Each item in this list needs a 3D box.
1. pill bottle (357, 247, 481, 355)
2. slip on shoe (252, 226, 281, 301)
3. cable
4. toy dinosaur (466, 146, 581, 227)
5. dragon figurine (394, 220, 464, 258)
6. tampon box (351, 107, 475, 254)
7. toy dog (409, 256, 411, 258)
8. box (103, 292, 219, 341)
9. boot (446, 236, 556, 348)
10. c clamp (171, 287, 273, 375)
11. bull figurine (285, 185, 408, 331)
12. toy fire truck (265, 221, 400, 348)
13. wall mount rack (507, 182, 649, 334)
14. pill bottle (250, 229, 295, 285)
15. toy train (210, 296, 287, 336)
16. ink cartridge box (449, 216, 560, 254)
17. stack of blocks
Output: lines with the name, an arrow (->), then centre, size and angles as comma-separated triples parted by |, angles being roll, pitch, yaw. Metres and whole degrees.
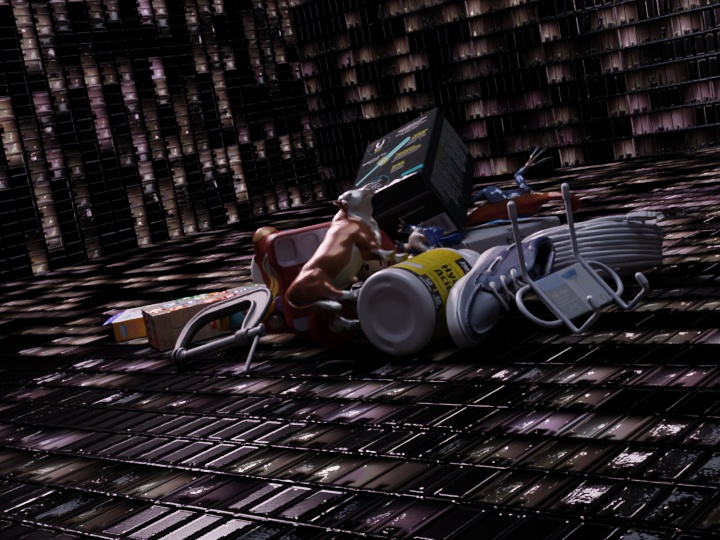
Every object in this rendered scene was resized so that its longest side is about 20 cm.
pill bottle -> 0.093, 0.032, 1.376 | 0.111, 0.112, 0.200 | -5, 10, 35
slip on shoe -> -0.120, -0.007, 1.568 | 0.074, 0.061, 0.200 | -35, -21, -10
cable -> 0.323, -0.023, 1.479 | 0.199, 0.070, 0.200 | -9, -9, 8
toy dinosaur -> 0.258, -0.098, 1.725 | 0.181, 0.105, 0.200 | 12, 55, 48
dragon figurine -> 0.115, -0.033, 1.547 | 0.099, 0.059, 0.200 | 20, 3, 31
tampon box -> 0.087, -0.140, 1.727 | 0.149, 0.126, 0.200 | -25, 28, 29
toy dog -> 0.077, -0.031, 1.840 | 0.199, 0.132, 0.096 | 3, 43, 28
box -> -0.351, 0.084, 1.879 | 0.199, 0.042, 0.119 | -13, 8, 2
boot -> 0.178, 0.019, 1.319 | 0.090, 0.073, 0.200 | -20, 22, 35
c clamp -> -0.197, 0.089, 1.480 | 0.199, 0.027, 0.171 | -16, 36, 39
bull figurine -> -0.015, -0.017, 1.400 | 0.121, 0.200, 0.065 | 25, -19, 27
toy fire truck -> -0.023, 0.010, 1.478 | 0.199, 0.169, 0.112 | -14, 9, -21
wall mount rack -> 0.257, -0.012, 1.302 | 0.199, 0.174, 0.075 | -19, -29, -43
pill bottle -> -0.134, -0.015, 1.982 | 0.119, 0.120, 0.200 | -10, 8, 3
toy train -> -0.124, 0.077, 1.591 | 0.199, 0.056, 0.150 | -13, -9, 23
ink cartridge box -> 0.210, -0.028, 1.728 | 0.199, 0.086, 0.146 | -17, 10, -32
stack of blocks -> -0.249, 0.073, 1.738 | 0.199, 0.059, 0.115 | -14, 8, -19
